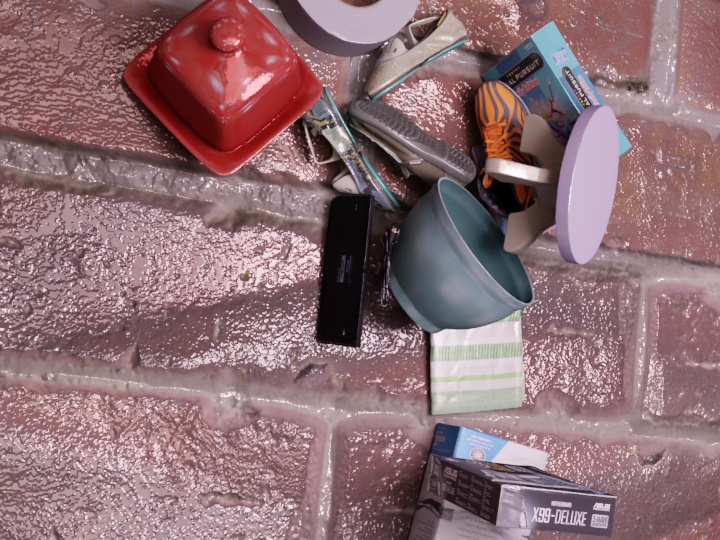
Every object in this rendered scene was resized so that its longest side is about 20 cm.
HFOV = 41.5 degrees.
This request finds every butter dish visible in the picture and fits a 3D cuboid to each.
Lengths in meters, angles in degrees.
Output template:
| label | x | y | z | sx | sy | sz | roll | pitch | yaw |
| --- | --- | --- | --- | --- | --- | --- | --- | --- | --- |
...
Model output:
| label | x | y | z | sx | sy | sz | roll | pitch | yaw |
| --- | --- | --- | --- | --- | --- | --- | --- | --- | --- |
| butter dish | -0.165 | -0.258 | 1.172 | 0.200 | 0.148 | 0.199 | 45 | 71 | 5 |

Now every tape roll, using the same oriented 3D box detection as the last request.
| label | x | y | z | sx | sy | sz | roll | pitch | yaw |
| --- | --- | --- | --- | --- | --- | --- | --- | --- | --- |
| tape roll | -0.016 | -0.401 | 1.300 | 0.197 | 0.066 | 0.204 | 2 | 85 | -21 |

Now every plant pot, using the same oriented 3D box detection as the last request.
| label | x | y | z | sx | sy | sz | roll | pitch | yaw |
| --- | --- | --- | --- | --- | --- | --- | --- | --- | --- |
| plant pot | 0.116 | -0.002 | 1.253 | 0.134 | 0.201 | 0.201 | -37 | 102 | 21 |

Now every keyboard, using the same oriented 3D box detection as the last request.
| label | x | y | z | sx | sy | sz | roll | pitch | yaw |
| --- | --- | --- | --- | --- | --- | --- | --- | --- | --- |
| keyboard | 0.000 | 0.000 | 1.249 | 0.020 | 0.126 | 0.203 | 7 | 88 | -48 |

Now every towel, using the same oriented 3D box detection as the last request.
| label | x | y | z | sx | sy | sz | roll | pitch | yaw |
| --- | --- | --- | --- | --- | --- | --- | --- | --- | --- |
| towel | 0.166 | 0.099 | 1.359 | 0.150 | 0.023 | 0.203 | -1 | 88 | -20 |

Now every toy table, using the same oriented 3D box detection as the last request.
| label | x | y | z | sx | sy | sz | roll | pitch | yaw |
| --- | --- | --- | --- | --- | --- | --- | --- | --- | --- |
| toy table | 0.255 | -0.114 | 1.240 | 0.183 | 0.116 | 0.202 | 34 | 70 | -48 |

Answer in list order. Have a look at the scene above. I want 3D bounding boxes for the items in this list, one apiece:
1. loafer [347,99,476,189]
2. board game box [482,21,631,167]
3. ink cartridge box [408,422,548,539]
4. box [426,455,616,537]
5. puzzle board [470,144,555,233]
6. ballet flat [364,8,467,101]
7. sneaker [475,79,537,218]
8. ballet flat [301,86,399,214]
| label | x | y | z | sx | sy | sz | roll | pitch | yaw |
| --- | --- | --- | --- | --- | --- | --- | --- | --- | --- |
| loafer | 0.061 | -0.162 | 1.306 | 0.199 | 0.070 | 0.075 | 33 | 32 | 0 |
| board game box | 0.272 | -0.227 | 1.339 | 0.047 | 0.151 | 0.201 | -35 | 93 | -21 |
| ink cartridge box | 0.158 | 0.327 | 1.305 | 0.143 | 0.084 | 0.203 | 19 | 79 | -19 |
| box | 0.192 | 0.275 | 1.171 | 0.156 | 0.200 | 0.051 | 11 | 86 | -18 |
| puzzle board | 0.270 | -0.136 | 1.419 | 0.198 | 0.017 | 0.153 | -19 | 93 | -21 |
| ballet flat | 0.067 | -0.305 | 1.328 | 0.199 | 0.067 | 0.063 | -37 | 101 | -29 |
| sneaker | 0.198 | -0.167 | 1.319 | 0.112 | 0.077 | 0.202 | -22 | 92 | -59 |
| ballet flat | -0.024 | -0.150 | 1.287 | 0.074 | 0.074 | 0.201 | -35 | 97 | -20 |
